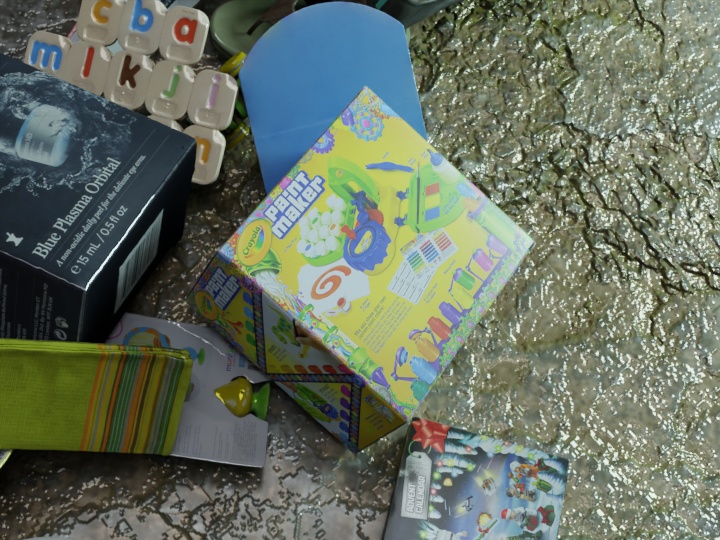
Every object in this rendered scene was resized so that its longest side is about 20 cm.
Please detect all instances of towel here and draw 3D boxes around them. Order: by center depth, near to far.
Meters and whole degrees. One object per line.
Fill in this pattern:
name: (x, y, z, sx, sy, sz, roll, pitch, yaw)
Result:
towel: (-0.223, 0.094, 0.883, 0.197, 0.087, 0.018, 5, 17, -27)

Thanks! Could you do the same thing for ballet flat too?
ballet flat: (0.087, -0.295, 1.186, 0.068, 0.068, 0.200, 47, 55, 3)

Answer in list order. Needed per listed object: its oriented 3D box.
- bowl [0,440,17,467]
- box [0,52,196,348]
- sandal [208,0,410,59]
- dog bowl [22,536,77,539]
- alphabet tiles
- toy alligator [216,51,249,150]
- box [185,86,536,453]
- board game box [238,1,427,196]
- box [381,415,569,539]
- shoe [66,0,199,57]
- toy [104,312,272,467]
bowl: (-0.361, 0.122, 0.907, 0.198, 0.095, 0.203, 18, 40, -15)
box: (-0.262, -0.047, 0.959, 0.197, 0.118, 0.198, 23, 45, 4)
sandal: (-0.049, -0.242, 1.168, 0.197, 0.058, 0.081, -2, 63, -8)
dog bowl: (-0.229, 0.287, 0.872, 0.196, 0.059, 0.203, 3, 62, -5)
alphabet tiles: (-0.211, -0.144, 1.074, 0.197, 0.015, 0.199, 13, 91, 7)
toy alligator: (-0.093, -0.172, 1.102, 0.200, 0.054, 0.059, -43, 108, -7)
box: (0.000, 0.000, 0.982, 0.192, 0.122, 0.200, 42, 62, -3)
board game box: (-0.024, -0.138, 1.096, 0.155, 0.039, 0.203, -15, 101, -9)
box: (0.081, 0.228, 0.948, 0.135, 0.040, 0.203, 14, 62, 2)
shoe: (-0.228, -0.257, 1.155, 0.091, 0.072, 0.200, 33, 73, 34)
toy: (-0.172, 0.099, 0.983, 0.196, 0.047, 0.117, 8, 58, -8)
